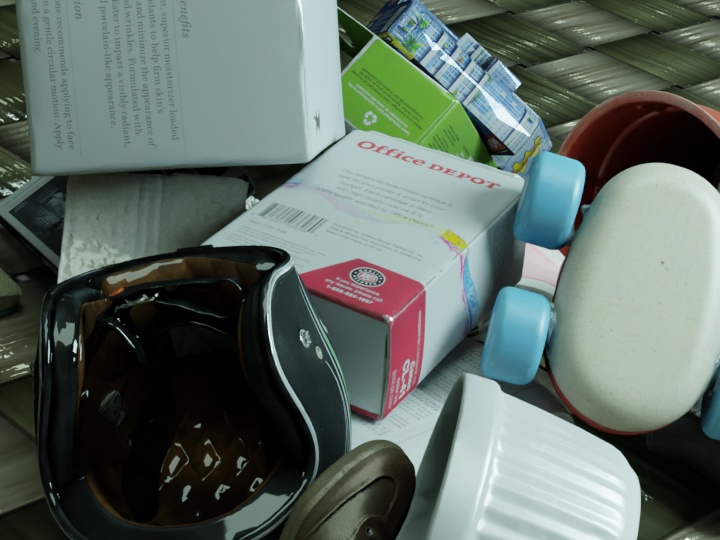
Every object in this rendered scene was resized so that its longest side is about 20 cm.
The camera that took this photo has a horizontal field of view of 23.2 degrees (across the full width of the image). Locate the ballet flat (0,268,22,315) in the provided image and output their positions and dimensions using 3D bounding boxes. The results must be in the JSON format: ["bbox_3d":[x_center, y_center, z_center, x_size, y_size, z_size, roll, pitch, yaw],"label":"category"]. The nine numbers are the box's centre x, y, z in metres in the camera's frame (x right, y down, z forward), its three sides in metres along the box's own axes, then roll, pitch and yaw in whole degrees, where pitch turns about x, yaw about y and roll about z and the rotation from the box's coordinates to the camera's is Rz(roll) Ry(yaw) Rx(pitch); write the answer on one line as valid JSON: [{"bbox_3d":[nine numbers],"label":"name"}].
[{"bbox_3d":[-0.342,-0.019,1.289,0.199,0.063,0.067,15,28,11],"label":"ballet flat"}]

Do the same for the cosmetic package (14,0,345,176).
[{"bbox_3d":[-0.121,-0.161,1.229,0.198,0.166,0.165,-2,10,8],"label":"cosmetic package"}]

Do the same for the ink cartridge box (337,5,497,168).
[{"bbox_3d":[0.009,-0.143,1.494,0.200,0.076,0.148,40,-4,26],"label":"ink cartridge box"}]

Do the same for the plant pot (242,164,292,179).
[{"bbox_3d":[-0.118,-0.178,1.559,0.199,0.201,0.174,-18,54,-41],"label":"plant pot"}]

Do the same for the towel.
[{"bbox_3d":[-0.144,0.019,1.208,0.131,0.035,0.201,4,61,-5],"label":"towel"}]

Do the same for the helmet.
[{"bbox_3d":[-0.095,0.093,1.008,0.198,0.192,0.200,-8,11,1],"label":"helmet"}]

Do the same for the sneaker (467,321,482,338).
[{"bbox_3d":[0.000,0.000,1.300,0.198,0.077,0.086,9,71,8],"label":"sneaker"}]

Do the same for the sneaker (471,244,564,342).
[{"bbox_3d":[0.081,0.004,1.364,0.199,0.076,0.105,18,24,16],"label":"sneaker"}]

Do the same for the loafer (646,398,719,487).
[{"bbox_3d":[0.233,0.114,1.214,0.072,0.073,0.200,-19,28,-5],"label":"loafer"}]

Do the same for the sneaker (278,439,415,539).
[{"bbox_3d":[-0.018,0.183,0.919,0.075,0.071,0.200,22,66,39],"label":"sneaker"}]

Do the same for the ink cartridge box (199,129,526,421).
[{"bbox_3d":[0.006,-0.004,1.163,0.147,0.086,0.200,20,35,25],"label":"ink cartridge box"}]

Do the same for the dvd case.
[{"bbox_3d":[-0.185,-0.054,1.339,0.150,0.025,0.200,-39,35,-13],"label":"dvd case"}]

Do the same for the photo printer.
[{"bbox_3d":[0.031,0.101,1.160,0.166,0.070,0.199,30,33,36],"label":"photo printer"}]

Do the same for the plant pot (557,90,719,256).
[{"bbox_3d":[0.285,-0.046,1.406,0.194,0.202,0.200,-8,30,-45],"label":"plant pot"}]

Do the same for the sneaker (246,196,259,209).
[{"bbox_3d":[-0.105,-0.024,1.370,0.088,0.077,0.200,17,29,-11],"label":"sneaker"}]

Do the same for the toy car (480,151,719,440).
[{"bbox_3d":[0.180,0.029,1.201,0.183,0.178,0.200,15,-10,1],"label":"toy car"}]

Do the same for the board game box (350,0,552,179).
[{"bbox_3d":[0.095,-0.155,1.539,0.200,0.062,0.200,42,-3,-10],"label":"board game box"}]

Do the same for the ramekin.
[{"bbox_3d":[0.071,0.164,0.920,0.104,0.201,0.200,19,27,0],"label":"ramekin"}]
